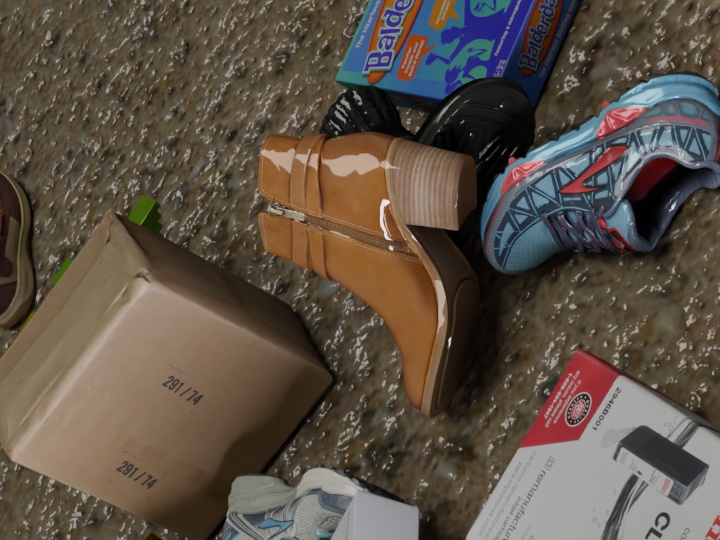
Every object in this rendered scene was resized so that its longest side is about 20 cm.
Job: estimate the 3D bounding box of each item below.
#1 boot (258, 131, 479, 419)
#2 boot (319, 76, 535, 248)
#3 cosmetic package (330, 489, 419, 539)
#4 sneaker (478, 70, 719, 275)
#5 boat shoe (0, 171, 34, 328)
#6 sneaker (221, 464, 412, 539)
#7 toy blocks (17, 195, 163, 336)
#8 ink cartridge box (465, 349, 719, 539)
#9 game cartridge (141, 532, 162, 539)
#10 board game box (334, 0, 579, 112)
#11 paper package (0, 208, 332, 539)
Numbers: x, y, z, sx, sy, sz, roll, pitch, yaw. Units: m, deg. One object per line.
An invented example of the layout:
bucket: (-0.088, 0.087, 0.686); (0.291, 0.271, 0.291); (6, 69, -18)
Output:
boot: (0.000, 0.000, 1.463); (0.155, 0.077, 0.201); (8, 117, 21)
boot: (0.039, -0.093, 1.542); (0.211, 0.079, 0.158); (-56, 35, 31)
cosmetic package: (-0.012, 0.266, 1.348); (0.200, 0.051, 0.151); (-86, 20, -51)
sneaker: (0.159, -0.047, 1.396); (0.200, 0.079, 0.096); (-38, 45, 30)
boat shoe: (-0.366, -0.033, 2.024); (0.072, 0.072, 0.201); (-41, 42, 26)
sneaker: (-0.034, 0.194, 1.480); (0.200, 0.077, 0.087); (-17, 49, 56)
toy blocks: (-0.183, 0.056, 1.707); (0.200, 0.137, 0.100); (-58, 34, -5)
ink cartridge box: (0.175, 0.157, 1.243); (0.145, 0.084, 0.200); (-60, 37, 3)
game cartridge: (-0.223, 0.300, 1.595); (0.200, 0.032, 0.176); (-53, -3, 13)
board game box: (0.079, -0.196, 1.611); (0.200, 0.045, 0.153); (16, 81, 54)
paper package: (-0.156, 0.084, 1.590); (0.191, 0.200, 0.104); (-51, 38, 14)
